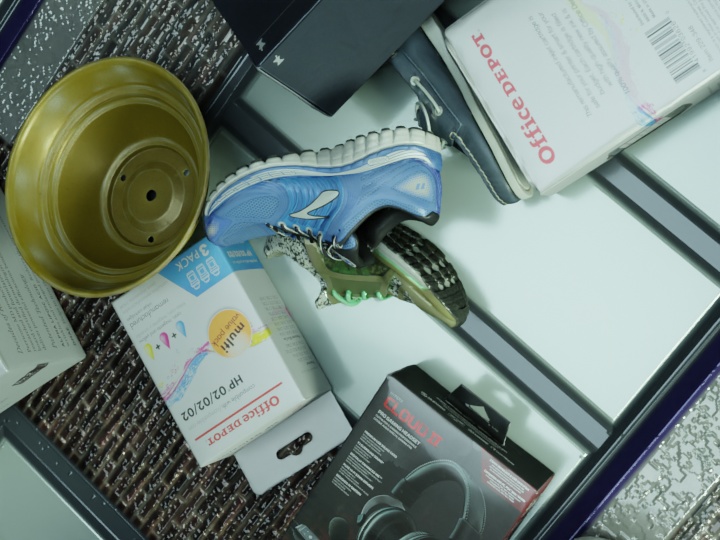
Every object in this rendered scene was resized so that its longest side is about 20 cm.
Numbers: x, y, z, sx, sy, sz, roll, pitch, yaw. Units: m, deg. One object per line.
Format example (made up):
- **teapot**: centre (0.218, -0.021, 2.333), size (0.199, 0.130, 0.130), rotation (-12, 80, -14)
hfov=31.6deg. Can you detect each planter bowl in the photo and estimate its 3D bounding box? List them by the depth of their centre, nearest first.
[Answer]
- **planter bowl**: centre (-0.195, -0.072, 1.079), size (0.198, 0.083, 0.204), rotation (-4, 79, 22)

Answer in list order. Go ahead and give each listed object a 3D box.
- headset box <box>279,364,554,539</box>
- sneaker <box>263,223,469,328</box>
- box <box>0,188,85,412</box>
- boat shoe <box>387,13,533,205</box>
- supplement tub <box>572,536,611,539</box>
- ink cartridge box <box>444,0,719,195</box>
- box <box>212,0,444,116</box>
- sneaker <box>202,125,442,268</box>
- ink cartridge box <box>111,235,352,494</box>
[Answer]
- **headset box**: centre (0.047, 0.185, 1.016), size (0.148, 0.077, 0.201), rotation (37, 104, 14)
- **sneaker**: centre (0.000, 0.000, 1.036), size (0.199, 0.077, 0.089), rotation (35, 112, 22)
- **box**: centre (-0.389, 0.045, 1.133), size (0.198, 0.130, 0.202), rotation (-32, 82, 17)
- **boat shoe**: centre (0.066, -0.131, 1.000), size (0.061, 0.075, 0.201), rotation (-33, 80, 15)
- **supplement tub**: centre (0.174, 0.316, 0.947), size (0.131, 0.132, 0.202), rotation (26, 99, 16)
- **ink cartridge box**: centre (0.185, -0.171, 0.952), size (0.199, 0.085, 0.149), rotation (-32, 82, 18)
- **box**: centre (-0.023, -0.260, 0.981), size (0.200, 0.104, 0.183), rotation (-43, 55, 16)
- **sneaker**: centre (-0.030, -0.043, 0.962), size (0.198, 0.078, 0.090), rotation (-13, 79, 22)
- **ink cartridge box**: centre (-0.106, 0.082, 1.069), size (0.114, 0.068, 0.201), rotation (-33, 81, 17)
